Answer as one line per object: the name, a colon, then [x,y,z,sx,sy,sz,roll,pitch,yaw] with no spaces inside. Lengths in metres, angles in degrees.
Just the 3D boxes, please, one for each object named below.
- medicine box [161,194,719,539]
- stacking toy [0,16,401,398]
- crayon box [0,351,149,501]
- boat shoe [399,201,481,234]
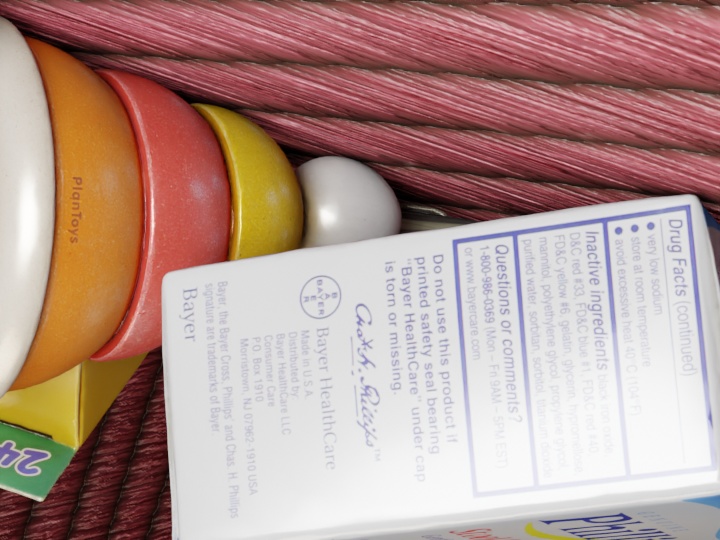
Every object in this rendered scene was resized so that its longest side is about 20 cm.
medicine box: [0.051,0.051,0.893,0.199,0.104,0.182,-8,168,17]
stacking toy: [-0.073,-0.018,0.935,0.199,0.147,0.146,3,-177,-29]
crayon box: [-0.146,0.002,1.023,0.125,0.052,0.200,16,-143,12]
boat shoe: [0.026,0.000,1.048,0.199,0.075,0.073,14,-159,-10]
